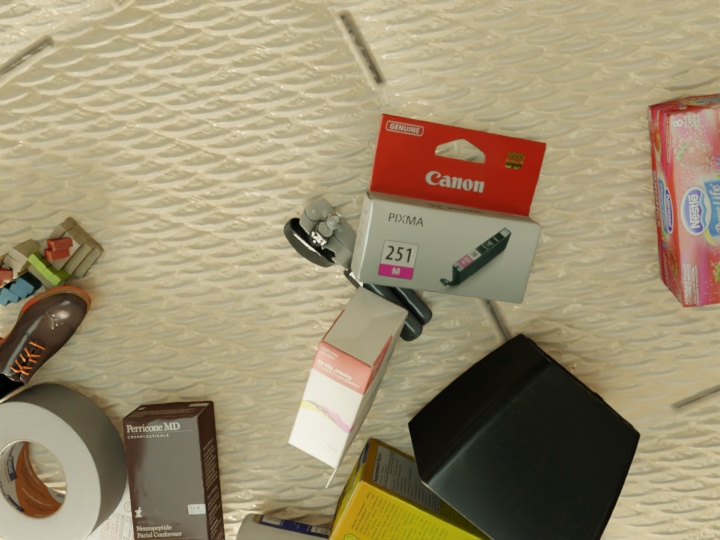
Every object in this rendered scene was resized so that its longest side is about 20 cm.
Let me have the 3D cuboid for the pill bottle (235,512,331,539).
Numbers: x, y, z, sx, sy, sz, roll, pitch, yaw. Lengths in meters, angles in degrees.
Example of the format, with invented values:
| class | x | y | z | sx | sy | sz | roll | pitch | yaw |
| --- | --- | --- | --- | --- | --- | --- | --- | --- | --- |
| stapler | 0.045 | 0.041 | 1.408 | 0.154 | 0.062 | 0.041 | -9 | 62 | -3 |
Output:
| class | x | y | z | sx | sy | sz | roll | pitch | yaw |
| --- | --- | --- | --- | --- | --- | --- | --- | --- | --- |
| pill bottle | -0.060 | 0.381 | 1.021 | 0.196 | 0.120 | 0.122 | 11 | 107 | 4 |

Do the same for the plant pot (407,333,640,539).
| class | x | y | z | sx | sy | sz | roll | pitch | yaw |
| --- | --- | --- | --- | --- | --- | --- | --- | --- | --- |
| plant pot | 0.186 | 0.189 | 0.908 | 0.198 | 0.200 | 0.178 | 38 | 96 | -4 |

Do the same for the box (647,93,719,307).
| class | x | y | z | sx | sy | sz | roll | pitch | yaw |
| --- | --- | --- | --- | --- | --- | --- | --- | --- | --- |
| box | 0.361 | -0.075 | 0.854 | 0.094 | 0.100 | 0.204 | -7 | 105 | 9 |

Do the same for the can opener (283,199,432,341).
| class | x | y | z | sx | sy | sz | roll | pitch | yaw |
| --- | --- | --- | --- | --- | --- | --- | --- | --- | --- |
| can opener | 0.000 | 0.000 | 0.952 | 0.200 | 0.053 | 0.066 | 44 | 140 | -4 |

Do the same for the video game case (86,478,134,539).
| class | x | y | z | sx | sy | sz | roll | pitch | yaw |
| --- | --- | --- | --- | --- | --- | --- | --- | --- | --- |
| video game case | -0.290 | 0.355 | 1.094 | 0.179 | 0.022 | 0.204 | 14 | 106 | 3 |

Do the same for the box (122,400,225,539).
| class | x | y | z | sx | sy | sz | roll | pitch | yaw |
| --- | --- | --- | --- | --- | --- | --- | --- | --- | --- |
| box | -0.228 | 0.270 | 1.019 | 0.098 | 0.075 | 0.204 | -5 | 93 | 5 |

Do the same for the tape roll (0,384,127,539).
| class | x | y | z | sx | sy | sz | roll | pitch | yaw |
| --- | --- | --- | --- | --- | --- | --- | --- | --- | --- |
| tape roll | -0.397 | 0.250 | 1.041 | 0.196 | 0.066 | 0.204 | 4 | 104 | 16 |

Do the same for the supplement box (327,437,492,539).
| class | x | y | z | sx | sy | sz | roll | pitch | yaw |
| --- | --- | --- | --- | --- | --- | --- | --- | --- | --- |
| supplement box | 0.072 | 0.310 | 0.991 | 0.197 | 0.109 | 0.111 | 26 | 107 | 0 |

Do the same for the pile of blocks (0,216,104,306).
| class | x | y | z | sx | sy | sz | roll | pitch | yaw |
| --- | --- | --- | --- | --- | --- | --- | --- | --- | --- |
| pile of blocks | -0.409 | 0.007 | 0.991 | 0.197 | 0.062 | 0.083 | -20 | 102 | 12 |

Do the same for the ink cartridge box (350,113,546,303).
| class | x | y | z | sx | sy | sz | roll | pitch | yaw |
| --- | --- | --- | --- | --- | --- | --- | --- | --- | --- |
| ink cartridge box | 0.101 | -0.064 | 0.893 | 0.196 | 0.044 | 0.177 | 8 | 108 | -12 |

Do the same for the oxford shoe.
| class | x | y | z | sx | sy | sz | roll | pitch | yaw |
| --- | --- | --- | --- | --- | --- | --- | --- | --- | --- |
| oxford shoe | -0.397 | 0.096 | 0.999 | 0.199 | 0.073 | 0.071 | -40 | 128 | 20 |

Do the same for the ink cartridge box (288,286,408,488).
| class | x | y | z | sx | sy | sz | roll | pitch | yaw |
| --- | --- | --- | --- | --- | --- | --- | --- | --- | --- |
| ink cartridge box | -0.020 | 0.135 | 0.931 | 0.067 | 0.117 | 0.202 | 25 | 125 | 10 |
